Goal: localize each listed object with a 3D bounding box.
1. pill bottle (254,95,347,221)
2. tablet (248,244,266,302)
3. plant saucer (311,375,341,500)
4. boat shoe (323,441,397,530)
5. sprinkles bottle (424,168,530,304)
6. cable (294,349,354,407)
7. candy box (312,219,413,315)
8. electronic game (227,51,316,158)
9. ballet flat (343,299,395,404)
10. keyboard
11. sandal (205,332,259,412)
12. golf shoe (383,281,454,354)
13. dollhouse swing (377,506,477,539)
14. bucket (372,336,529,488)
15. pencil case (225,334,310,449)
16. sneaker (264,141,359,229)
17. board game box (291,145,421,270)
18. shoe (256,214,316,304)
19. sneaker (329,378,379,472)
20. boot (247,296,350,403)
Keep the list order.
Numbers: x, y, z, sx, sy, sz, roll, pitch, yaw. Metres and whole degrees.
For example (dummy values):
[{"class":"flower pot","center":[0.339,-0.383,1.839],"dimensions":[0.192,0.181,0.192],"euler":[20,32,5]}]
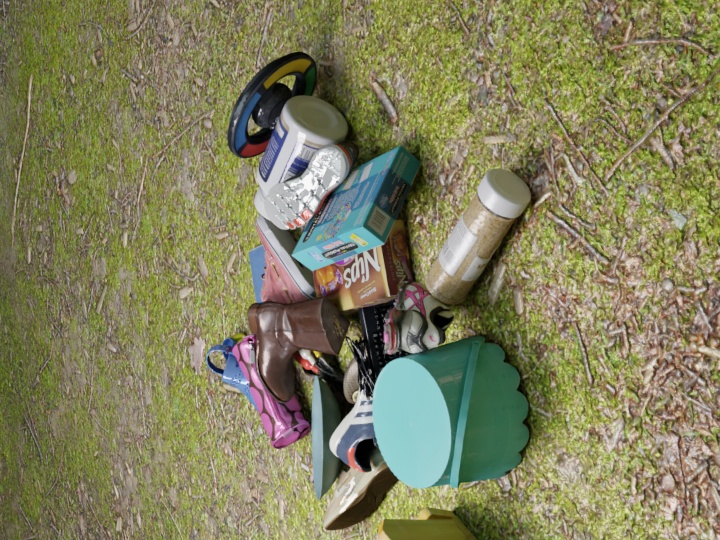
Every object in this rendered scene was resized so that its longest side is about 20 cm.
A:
[{"class":"pill bottle","center":[-0.105,-0.176,1.812],"dimensions":[0.112,0.110,0.201],"euler":[58,136,32]},{"class":"tablet","center":[-0.154,0.049,1.993],"dimensions":[0.130,0.014,0.202],"euler":[-20,77,54]},{"class":"plant saucer","center":[-0.054,0.273,1.815],"dimensions":[0.201,0.038,0.204],"euler":[180,90,-82]},{"class":"boat shoe","center":[-0.003,0.344,1.770],"dimensions":[0.201,0.072,0.065],"euler":[-55,46,35]},{"class":"sprinkles bottle","center":[0.156,-0.043,1.496],"dimensions":[0.069,0.068,0.201],"euler":[59,137,32]},{"class":"cable","center":[-0.060,0.173,1.843],"dimensions":[0.200,0.050,0.098],"euler":[51,138,38]},{"class":"candy box","center":[0.000,0.000,1.732],"dimensions":[0.199,0.056,0.118],"euler":[-19,78,55]},{"class":"electronic game","center":[-0.142,-0.266,1.787],"dimensions":[0.042,0.200,0.201],"euler":[39,128,16]},{"class":"ballet flat","center":[0.028,0.134,1.704],"dimensions":[0.046,0.067,0.201],"euler":[53,128,41]},{"class":"keyboard","center":[0.042,0.150,1.630],"dimensions":[0.040,0.103,0.202],"euler":[-168,66,-83]},{"class":"sandal","center":[-0.221,0.196,2.045],"dimensions":[0.200,0.086,0.080],"euler":[44,126,41]},{"class":"golf shoe","center":[0.088,0.069,1.551],"dimensions":[0.091,0.200,0.073],"euler":[2,109,10]},{"class":"dollhouse swing","center":[0.106,0.452,1.535],"dimensions":[0.200,0.174,0.183],"euler":[44,128,42]},{"class":"bucket","center":[0.119,0.199,1.519],"dimensions":[0.206,0.134,0.210],"euler":[13,106,53]},{"class":"pencil case","center":[-0.158,0.207,1.936],"dimensions":[0.201,0.090,0.094],"euler":[63,165,15]},{"class":"sneaker","center":[-0.069,-0.133,1.730],"dimensions":[0.199,0.082,0.077],"euler":[-34,91,37]},{"class":"board game box","center":[-0.007,-0.091,1.670],"dimensions":[0.199,0.047,0.152],"euler":[-20,39,54]},{"class":"shoe","center":[-0.146,-0.003,1.902],"dimensions":[0.091,0.071,0.201],"euler":[-44,59,17]},{"class":"sneaker","center":[0.033,0.217,1.681],"dimensions":[0.084,0.075,0.201],"euler":[39,110,37]},{"class":"boot","center":[-0.088,0.133,1.799],"dimensions":[0.199,0.064,0.188],"euler":[-4,111,42]}]
